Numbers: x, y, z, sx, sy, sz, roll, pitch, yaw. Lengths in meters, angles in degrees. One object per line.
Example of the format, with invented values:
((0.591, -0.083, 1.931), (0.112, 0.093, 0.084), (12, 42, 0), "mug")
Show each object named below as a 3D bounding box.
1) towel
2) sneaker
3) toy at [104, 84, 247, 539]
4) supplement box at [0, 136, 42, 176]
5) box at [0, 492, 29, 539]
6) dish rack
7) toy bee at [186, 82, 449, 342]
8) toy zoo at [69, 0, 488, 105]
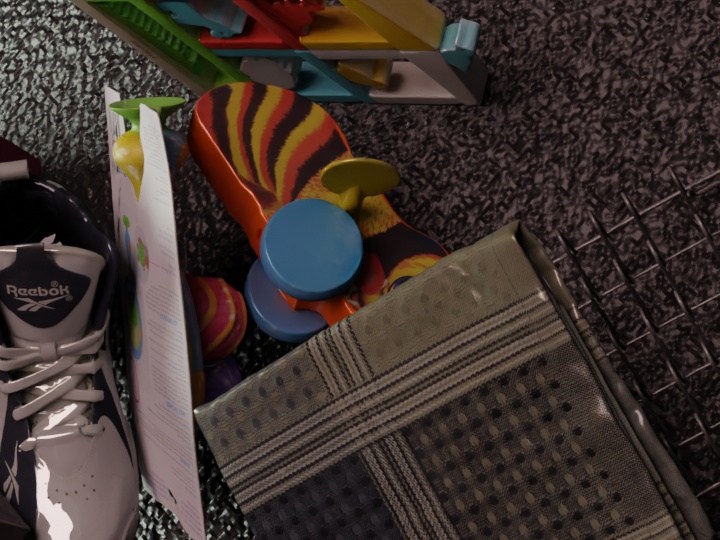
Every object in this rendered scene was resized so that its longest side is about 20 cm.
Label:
((0.044, 0.101, 1.101), (0.199, 0.034, 0.194), (-29, 88, 33), "towel")
((-0.149, 0.039, 1.229), (0.079, 0.130, 0.201), (-4, 70, -4), "sneaker")
((-0.081, 0.016, 1.216), (0.115, 0.047, 0.202), (-151, 51, -69), "toy")
((-0.282, -0.009, 1.369), (0.199, 0.131, 0.104), (-17, 61, 25), "supplement box")
((-0.270, 0.147, 1.262), (0.200, 0.050, 0.158), (-52, 56, 10), "box")
((0.132, 0.025, 1.116), (0.199, 0.055, 0.154), (-30, 57, 7), "dish rack")
((0.000, 0.000, 1.207), (0.131, 0.108, 0.202), (-11, 96, 70), "toy bee")
((-0.028, -0.114, 1.248), (0.199, 0.131, 0.021), (3, 71, 35), "toy zoo")
